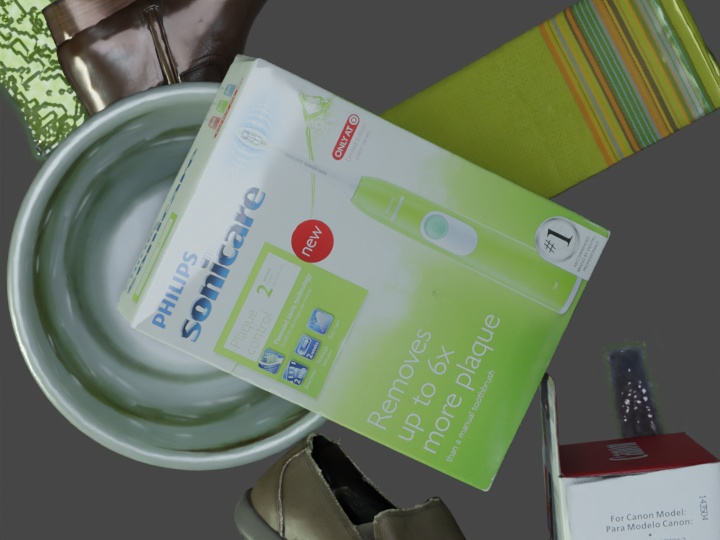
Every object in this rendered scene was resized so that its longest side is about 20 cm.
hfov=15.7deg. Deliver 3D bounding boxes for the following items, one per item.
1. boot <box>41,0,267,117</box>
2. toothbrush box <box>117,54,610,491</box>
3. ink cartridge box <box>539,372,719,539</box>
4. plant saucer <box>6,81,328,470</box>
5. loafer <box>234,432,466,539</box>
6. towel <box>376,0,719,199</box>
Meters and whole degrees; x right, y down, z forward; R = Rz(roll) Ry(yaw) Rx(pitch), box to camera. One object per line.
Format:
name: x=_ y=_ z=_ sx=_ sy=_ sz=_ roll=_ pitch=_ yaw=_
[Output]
boot: x=-0.054 y=-0.080 z=1.409 sx=0.186 sy=0.064 sz=0.201 roll=-22 pitch=92 yaw=1
toothbrush box: x=0.000 y=0.000 z=1.307 sx=0.200 sy=0.086 sz=0.146 roll=26 pitch=91 yaw=-11
ink cartridge box: x=0.139 y=0.134 z=1.328 sx=0.084 sy=0.200 sz=0.176 roll=-6 pitch=91 yaw=2
plant saucer: x=-0.084 y=0.002 z=1.360 sx=0.199 sy=0.050 sz=0.201 roll=-1 pitch=96 yaw=-10
loafer: x=0.024 y=0.149 z=1.316 sx=0.200 sy=0.073 sz=0.071 roll=33 pitch=108 yaw=21
towel: x=0.093 y=-0.082 z=1.394 sx=0.200 sy=0.018 sz=0.086 roll=-28 pitch=84 yaw=21
